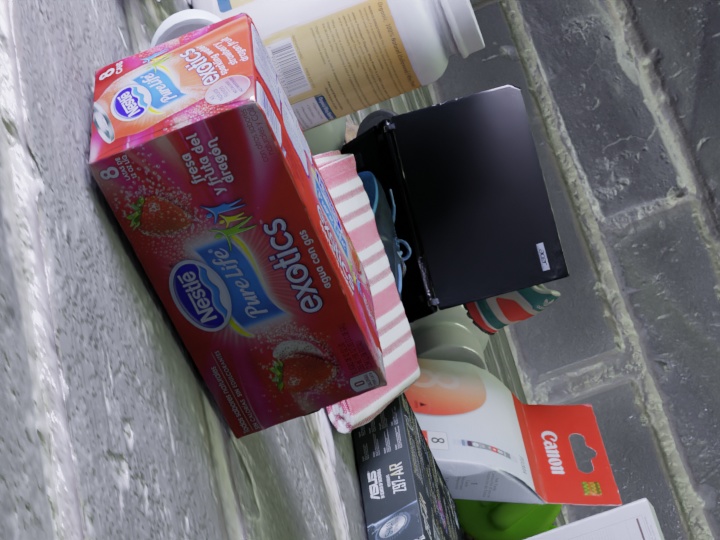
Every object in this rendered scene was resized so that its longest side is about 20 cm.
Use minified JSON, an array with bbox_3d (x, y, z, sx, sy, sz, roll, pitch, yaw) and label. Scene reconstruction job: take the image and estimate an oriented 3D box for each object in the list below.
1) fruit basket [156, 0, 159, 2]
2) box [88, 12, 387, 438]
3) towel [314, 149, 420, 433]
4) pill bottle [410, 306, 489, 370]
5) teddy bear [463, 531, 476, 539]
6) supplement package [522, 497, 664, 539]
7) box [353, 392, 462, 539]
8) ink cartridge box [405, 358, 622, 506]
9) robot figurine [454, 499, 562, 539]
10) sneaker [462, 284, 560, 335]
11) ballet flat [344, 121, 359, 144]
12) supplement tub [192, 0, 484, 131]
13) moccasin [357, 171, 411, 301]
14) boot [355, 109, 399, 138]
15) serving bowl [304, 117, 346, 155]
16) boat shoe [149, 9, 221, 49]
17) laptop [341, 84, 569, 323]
[{"bbox_3d":[-0.136,-0.284,1.127,0.185,0.093,0.201,-81,153,-76],"label":"fruit basket"},{"bbox_3d":[-0.064,-0.021,0.939,0.100,0.095,0.201,-99,167,-54],"label":"box"},{"bbox_3d":[-0.016,0.012,1.326,0.146,0.030,0.201,-27,100,-62],"label":"towel"},{"bbox_3d":[0.067,0.037,1.712,0.201,0.112,0.113,-102,169,-48],"label":"pill bottle"},{"bbox_3d":[0.150,0.327,1.808,0.145,0.066,0.202,-29,106,-73],"label":"teddy bear"},{"bbox_3d":[0.177,0.285,1.514,0.110,0.199,0.115,43,29,-73],"label":"supplement package"},{"bbox_3d":[0.045,0.203,1.367,0.201,0.043,0.161,-99,167,-55],"label":"box"},{"bbox_3d":[0.127,0.143,1.552,0.163,0.198,0.050,-97,-170,-60],"label":"ink cartridge box"},{"bbox_3d":[0.136,0.206,1.679,0.176,0.115,0.200,51,-5,4],"label":"robot figurine"},{"bbox_3d":[0.125,-0.048,1.568,0.070,0.093,0.201,6,67,-61],"label":"sneaker"},{"bbox_3d":[0.012,-0.062,1.682,0.067,0.068,0.201,7,57,-40],"label":"ballet flat"},{"bbox_3d":[-0.016,-0.195,1.349,0.145,0.199,0.146,-20,90,-83],"label":"supplement tub"},{"bbox_3d":[0.000,0.000,1.476,0.068,0.080,0.201,46,31,-32],"label":"moccasin"},{"bbox_3d":[0.074,-0.082,1.683,0.201,0.069,0.174,62,25,-11],"label":"boot"},{"bbox_3d":[-0.057,-0.182,1.549,0.200,0.065,0.202,-19,90,-83],"label":"serving bowl"},{"bbox_3d":[-0.086,-0.086,1.085,0.091,0.070,0.201,-102,176,-55],"label":"boat shoe"},{"bbox_3d":[0.070,-0.049,1.556,0.200,0.103,0.179,-27,-105,58],"label":"laptop"}]
